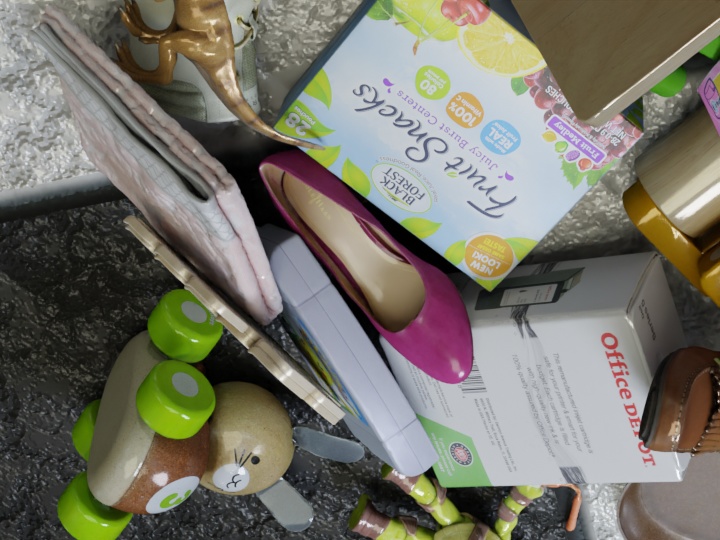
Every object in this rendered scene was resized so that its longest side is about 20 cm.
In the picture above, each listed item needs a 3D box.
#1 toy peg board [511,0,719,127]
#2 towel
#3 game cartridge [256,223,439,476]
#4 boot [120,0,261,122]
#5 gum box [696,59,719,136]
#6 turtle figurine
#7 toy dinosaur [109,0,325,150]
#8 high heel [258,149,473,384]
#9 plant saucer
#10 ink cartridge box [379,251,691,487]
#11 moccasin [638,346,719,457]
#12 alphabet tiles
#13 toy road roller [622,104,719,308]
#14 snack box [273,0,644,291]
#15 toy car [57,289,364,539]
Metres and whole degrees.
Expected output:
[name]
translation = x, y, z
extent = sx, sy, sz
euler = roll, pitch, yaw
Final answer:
[toy peg board]
translation = 0.192, -0.219, 1.063
extent = 0.200, 0.098, 0.200
euler = -38, 63, 25
[towel]
translation = -0.138, -0.066, 1.152
extent = 0.200, 0.032, 0.191
euler = 44, 167, 23
[game cartridge]
translation = -0.018, 0.059, 1.245
extent = 0.040, 0.133, 0.200
euler = -35, 103, -13
[boot]
translation = -0.076, -0.181, 1.163
extent = 0.199, 0.072, 0.155
euler = 0, 119, 15
[gum box]
translation = 0.280, -0.103, 1.020
extent = 0.066, 0.200, 0.114
euler = -21, 77, -13
[turtle figurine]
translation = 0.073, 0.223, 1.367
extent = 0.161, 0.064, 0.200
euler = 30, 120, -8
[toy dinosaur]
translation = -0.104, -0.148, 1.115
extent = 0.106, 0.060, 0.201
euler = -7, 119, 18
[high heel]
translation = 0.000, 0.000, 1.183
extent = 0.067, 0.096, 0.200
euler = -48, 66, 21
[plant saucer]
translation = 0.295, 0.173, 1.295
extent = 0.199, 0.032, 0.201
euler = 3, 137, 3
[ink cartridge box]
translation = 0.135, 0.076, 1.235
extent = 0.199, 0.084, 0.146
euler = -6, 119, 32
[moccasin]
translation = 0.244, 0.095, 1.138
extent = 0.077, 0.201, 0.074
euler = 20, 94, 30
[alphabet tiles]
translation = -0.091, 0.035, 1.220
extent = 0.015, 0.200, 0.196
euler = -46, 144, -2
[toy road roller]
translation = 0.281, -0.011, 1.151
extent = 0.123, 0.146, 0.200
euler = -40, 106, 23
[snack box]
translation = 0.069, -0.109, 1.180
extent = 0.200, 0.068, 0.169
euler = 38, 118, -11
[toy car]
translation = -0.106, 0.141, 1.314
extent = 0.199, 0.158, 0.164
euler = 26, 125, -19
